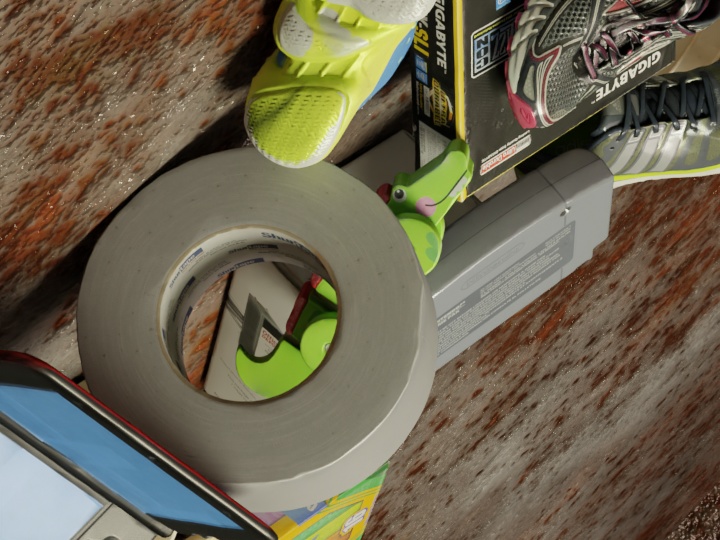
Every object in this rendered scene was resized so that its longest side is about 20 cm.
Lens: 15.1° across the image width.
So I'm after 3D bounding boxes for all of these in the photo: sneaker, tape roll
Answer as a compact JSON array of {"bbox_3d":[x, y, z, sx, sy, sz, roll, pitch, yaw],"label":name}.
[{"bbox_3d":[0.163,-0.156,1.616,0.200,0.075,0.081,-43,144,-18],"label":"sneaker"},{"bbox_3d":[0.186,-0.096,1.766,0.200,0.074,0.081,-19,160,15],"label":"sneaker"},{"bbox_3d":[0.002,-0.153,1.503,0.200,0.076,0.105,-55,178,29],"label":"sneaker"},{"bbox_3d":[-0.058,0.033,1.543,0.200,0.200,0.066,-43,161,-5],"label":"tape roll"}]

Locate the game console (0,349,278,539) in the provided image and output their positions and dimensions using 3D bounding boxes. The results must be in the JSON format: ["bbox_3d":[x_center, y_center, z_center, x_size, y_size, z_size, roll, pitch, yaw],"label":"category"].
[{"bbox_3d":[-0.179,0.131,1.479,0.172,0.119,0.200,-46,122,7],"label":"game console"}]

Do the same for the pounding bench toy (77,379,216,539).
[{"bbox_3d":[-0.171,0.166,1.719,0.156,0.124,0.200,-32,159,-35],"label":"pounding bench toy"}]

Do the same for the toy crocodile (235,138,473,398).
[{"bbox_3d":[0.000,0.000,1.629,0.200,0.062,0.068,-52,-174,19],"label":"toy crocodile"}]

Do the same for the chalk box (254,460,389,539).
[{"bbox_3d":[-0.100,0.172,1.890,0.200,0.124,0.124,-34,159,-30],"label":"chalk box"}]

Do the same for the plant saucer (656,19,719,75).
[{"bbox_3d":[0.205,-0.143,2.009,0.200,0.029,0.200,-39,162,-15],"label":"plant saucer"}]

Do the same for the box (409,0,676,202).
[{"bbox_3d":[0.114,-0.157,1.664,0.200,0.049,0.160,-33,137,-31],"label":"box"}]

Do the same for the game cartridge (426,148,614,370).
[{"bbox_3d":[0.076,0.003,1.746,0.200,0.040,0.133,-35,163,-13],"label":"game cartridge"}]

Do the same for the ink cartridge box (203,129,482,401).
[{"bbox_3d":[-0.014,0.019,1.801,0.147,0.083,0.200,-33,159,-29],"label":"ink cartridge box"}]
